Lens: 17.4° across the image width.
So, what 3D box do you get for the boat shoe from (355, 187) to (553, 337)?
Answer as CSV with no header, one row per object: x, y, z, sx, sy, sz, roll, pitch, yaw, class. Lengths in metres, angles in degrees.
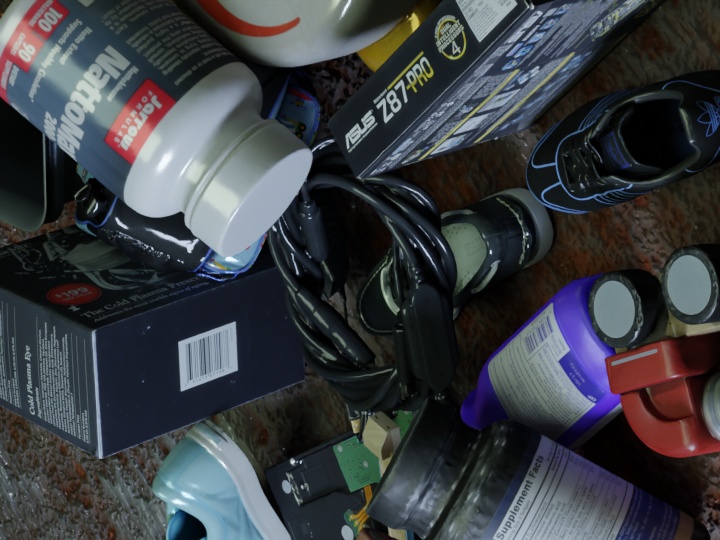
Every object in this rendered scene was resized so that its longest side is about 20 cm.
0.047,-0.001,1.601,0.200,0.060,0.076,-39,75,49,boat shoe

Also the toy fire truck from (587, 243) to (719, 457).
0.247,0.080,1.375,0.176,0.128,0.200,-21,77,50,toy fire truck

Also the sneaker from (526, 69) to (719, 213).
0.158,-0.077,1.433,0.200,0.078,0.070,-23,86,50,sneaker

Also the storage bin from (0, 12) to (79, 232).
-0.253,-0.132,1.840,0.200,0.134,0.146,22,119,42,storage bin

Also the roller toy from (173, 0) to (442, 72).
-0.024,-0.230,1.539,0.200,0.140,0.183,26,117,30,roller toy

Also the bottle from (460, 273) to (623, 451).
0.119,0.081,1.544,0.084,0.065,0.200,61,139,17,bottle

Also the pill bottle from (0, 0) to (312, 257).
-0.133,-0.105,1.522,0.200,0.120,0.120,39,132,13,pill bottle

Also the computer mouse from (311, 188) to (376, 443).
-0.023,0.027,1.676,0.059,0.034,0.200,126,133,-65,computer mouse

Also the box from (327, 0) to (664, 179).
0.094,-0.136,1.421,0.200,0.161,0.049,-44,69,48,box

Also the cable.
0.000,0.000,1.574,0.163,0.051,0.200,13,124,51,cable

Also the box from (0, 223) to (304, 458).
-0.174,0.039,1.760,0.182,0.200,0.104,20,119,43,box

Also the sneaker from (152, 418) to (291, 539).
-0.111,0.193,1.782,0.074,0.082,0.200,34,159,39,sneaker

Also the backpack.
-0.128,-0.087,1.694,0.183,0.134,0.200,-66,14,-5,backpack

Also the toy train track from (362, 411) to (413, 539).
0.018,0.187,1.628,0.115,0.032,0.200,39,145,47,toy train track

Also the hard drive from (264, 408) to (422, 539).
0.020,0.180,1.716,0.200,0.038,0.140,-30,80,50,hard drive

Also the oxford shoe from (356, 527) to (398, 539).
0.047,0.245,1.565,0.200,0.074,0.071,47,178,-33,oxford shoe

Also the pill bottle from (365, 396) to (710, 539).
0.110,0.164,1.488,0.200,0.112,0.112,28,130,1,pill bottle
